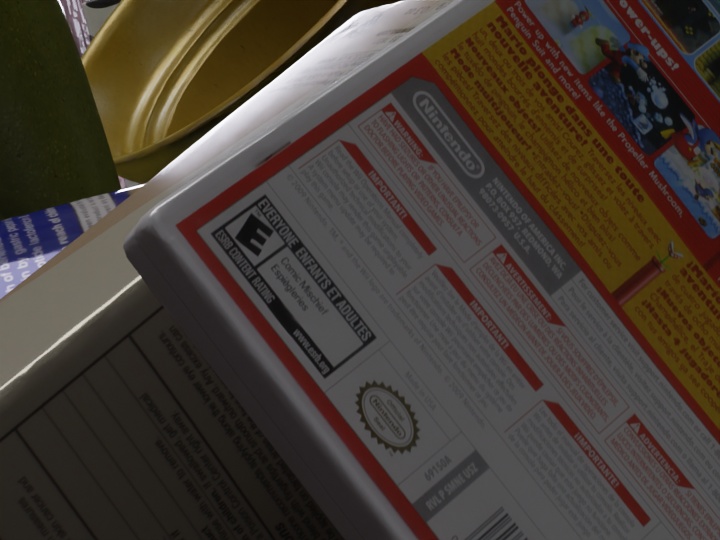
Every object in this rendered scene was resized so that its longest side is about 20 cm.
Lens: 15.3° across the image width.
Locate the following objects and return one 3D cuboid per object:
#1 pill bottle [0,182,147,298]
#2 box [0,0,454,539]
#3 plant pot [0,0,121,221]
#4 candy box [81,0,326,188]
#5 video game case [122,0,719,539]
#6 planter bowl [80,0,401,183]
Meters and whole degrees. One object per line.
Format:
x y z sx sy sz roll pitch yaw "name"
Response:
-0.129 0.050 0.803 0.199 0.116 0.116 -14 8 -9 "pill bottle"
-0.032 0.030 0.625 0.200 0.095 0.078 -39 16 -20 "box"
-0.156 -0.018 0.914 0.187 0.201 0.187 -29 14 8 "plant pot"
-0.007 -0.062 1.196 0.199 0.169 0.072 -14 4 3 "candy box"
0.062 -0.001 0.589 0.200 0.143 0.017 -37 -3 -35 "video game case"
-0.023 -0.089 1.084 0.200 0.083 0.201 -35 26 20 "planter bowl"
